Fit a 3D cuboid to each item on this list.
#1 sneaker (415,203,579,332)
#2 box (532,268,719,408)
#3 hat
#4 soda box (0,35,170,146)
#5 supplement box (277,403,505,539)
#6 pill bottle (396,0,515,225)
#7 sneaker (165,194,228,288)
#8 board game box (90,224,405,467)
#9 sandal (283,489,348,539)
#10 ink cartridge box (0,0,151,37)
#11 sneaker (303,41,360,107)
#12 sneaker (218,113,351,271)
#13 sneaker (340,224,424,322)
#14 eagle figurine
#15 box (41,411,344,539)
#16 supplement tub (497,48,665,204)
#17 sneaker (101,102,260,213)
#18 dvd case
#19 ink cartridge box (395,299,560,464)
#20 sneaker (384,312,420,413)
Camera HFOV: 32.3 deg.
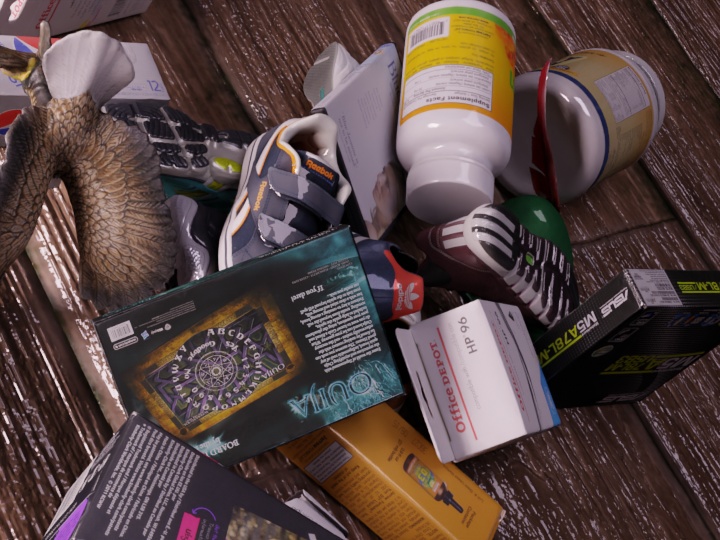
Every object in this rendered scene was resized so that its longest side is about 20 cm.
[{"bbox_3d":[0.120,0.003,1.165,0.200,0.115,0.076,42,51,-43],"label":"sneaker"},{"bbox_3d":[0.254,0.067,1.164,0.199,0.193,0.048,1,54,-39],"label":"box"},{"bbox_3d":[0.190,-0.050,1.216,0.199,0.176,0.166,38,42,-8],"label":"hat"},{"bbox_3d":[-0.260,-0.145,1.013,0.199,0.068,0.064,-5,61,-41],"label":"soda box"},{"bbox_3d":[0.018,0.160,0.992,0.200,0.069,0.067,41,42,-2],"label":"supplement box"},{"bbox_3d":[0.091,-0.149,1.196,0.110,0.111,0.202,20,59,-25],"label":"pill bottle"},{"bbox_3d":[-0.094,0.030,0.999,0.113,0.075,0.201,4,55,-37],"label":"sneaker"},{"bbox_3d":[-0.079,0.064,0.907,0.198,0.028,0.136,-21,99,-13],"label":"board game box"},{"bbox_3d":[-0.064,0.180,0.891,0.206,0.079,0.059,36,40,-17],"label":"sandal"},{"bbox_3d":[-0.252,-0.268,1.080,0.067,0.117,0.200,50,41,8],"label":"ink cartridge box"},{"bbox_3d":[-0.014,-0.137,1.205,0.080,0.070,0.201,32,44,-25],"label":"sneaker"},{"bbox_3d":[-0.057,-0.043,0.973,0.078,0.079,0.201,31,46,-34],"label":"sneaker"},{"bbox_3d":[0.000,0.000,1.042,0.084,0.076,0.200,2,18,-14],"label":"sneaker"},{"bbox_3d":[-0.221,-0.067,0.911,0.151,0.150,0.202,47,33,-74],"label":"eagle figurine"},{"bbox_3d":[-0.106,0.206,0.810,0.199,0.122,0.106,35,41,-12],"label":"box"},{"bbox_3d":[0.241,-0.165,1.378,0.145,0.144,0.199,52,41,9],"label":"supplement tub"},{"bbox_3d":[-0.149,-0.079,1.039,0.199,0.080,0.078,16,38,-34],"label":"sneaker"},{"bbox_3d":[0.017,-0.120,1.184,0.200,0.017,0.144,-53,128,-56],"label":"dvd case"},{"bbox_3d":[0.102,0.090,1.034,0.117,0.067,0.200,70,17,10],"label":"ink cartridge box"},{"bbox_3d":[0.030,0.044,1.078,0.072,0.085,0.201,19,46,-15],"label":"sneaker"}]
